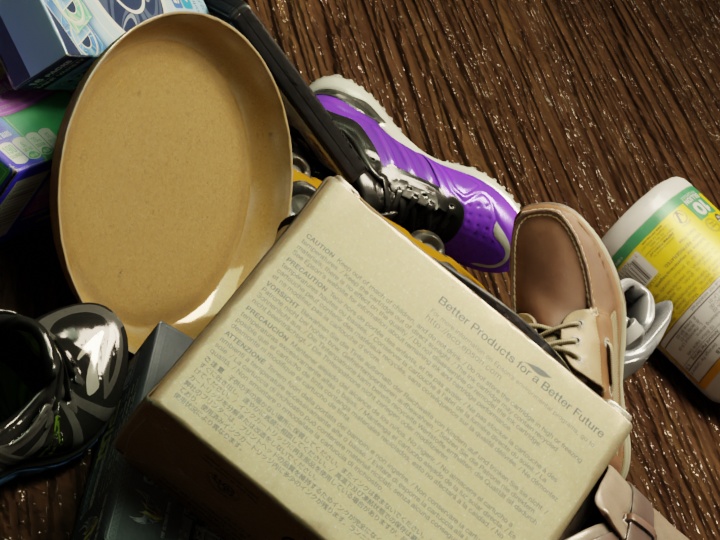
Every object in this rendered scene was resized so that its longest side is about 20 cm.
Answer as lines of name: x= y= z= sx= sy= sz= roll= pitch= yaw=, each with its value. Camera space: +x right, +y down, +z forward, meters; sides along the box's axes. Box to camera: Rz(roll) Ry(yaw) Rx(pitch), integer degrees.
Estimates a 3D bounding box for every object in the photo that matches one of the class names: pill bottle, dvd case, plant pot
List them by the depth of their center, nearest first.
plant pot: x=-0.111 y=-0.049 z=1.220 sx=0.027 sy=0.200 sz=0.200 roll=6 pitch=4 yaw=36
dvd case: x=-0.075 y=-0.138 z=1.420 sx=0.143 sy=0.018 sz=0.200 roll=53 pitch=-8 yaw=-27
pill bottle: x=0.281 y=0.031 z=1.658 sx=0.200 sy=0.113 sz=0.113 roll=45 pitch=26 yaw=14

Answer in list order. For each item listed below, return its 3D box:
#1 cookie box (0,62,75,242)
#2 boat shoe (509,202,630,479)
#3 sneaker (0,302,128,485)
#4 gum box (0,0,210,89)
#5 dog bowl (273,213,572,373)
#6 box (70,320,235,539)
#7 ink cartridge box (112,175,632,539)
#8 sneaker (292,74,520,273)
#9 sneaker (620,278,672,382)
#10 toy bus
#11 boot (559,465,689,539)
cookie box: x=-0.244 y=-0.113 z=1.230 sx=0.200 sy=0.075 sz=0.171 roll=42 pitch=24 yaw=7
boat shoe: x=0.132 y=0.055 z=1.357 sx=0.072 sy=0.076 sz=0.200 roll=-20 pitch=99 yaw=-71
sneaker: x=-0.164 y=0.057 z=1.047 sx=0.071 sy=0.083 sz=0.200 roll=43 pitch=25 yaw=7
gum box: x=-0.172 y=-0.190 z=1.259 sx=0.170 sy=0.045 sz=0.200 roll=64 pitch=24 yaw=7
dog bowl: x=0.021 y=0.055 z=1.207 sx=0.200 sy=0.074 sz=0.200 roll=30 pitch=-17 yaw=10
box: x=-0.063 y=0.130 z=1.099 sx=0.158 sy=0.051 sz=0.200 roll=32 pitch=27 yaw=-15
ink cartridge box: x=0.008 y=0.080 z=1.048 sx=0.200 sy=0.075 sz=0.165 roll=40 pitch=58 yaw=0
sneaker: x=0.026 y=-0.050 z=1.513 sx=0.200 sy=0.070 sz=0.100 roll=35 pitch=32 yaw=0
sneaker: x=0.161 y=0.037 z=1.482 sx=0.075 sy=0.115 sz=0.200 roll=35 pitch=25 yaw=-9
toy bus: x=0.000 y=0.000 z=1.362 sx=0.200 sy=0.078 sz=0.065 roll=29 pitch=14 yaw=-20
boot: x=0.188 y=0.182 z=1.307 sx=0.146 sy=0.070 sz=0.200 roll=53 pitch=35 yaw=-1
